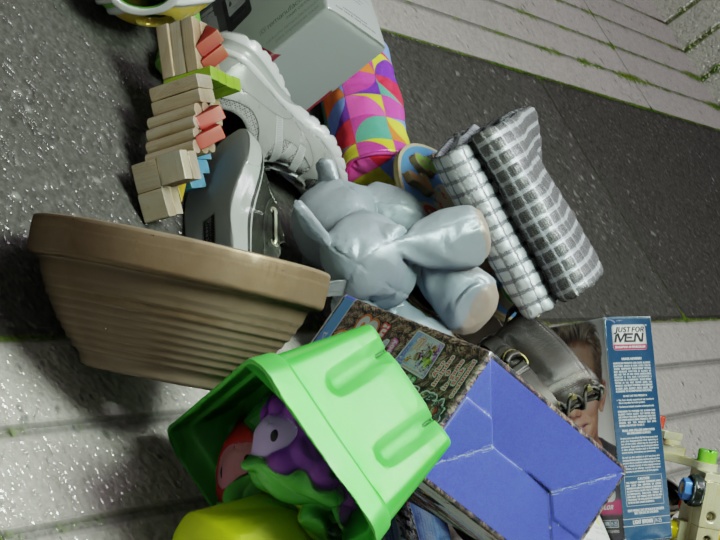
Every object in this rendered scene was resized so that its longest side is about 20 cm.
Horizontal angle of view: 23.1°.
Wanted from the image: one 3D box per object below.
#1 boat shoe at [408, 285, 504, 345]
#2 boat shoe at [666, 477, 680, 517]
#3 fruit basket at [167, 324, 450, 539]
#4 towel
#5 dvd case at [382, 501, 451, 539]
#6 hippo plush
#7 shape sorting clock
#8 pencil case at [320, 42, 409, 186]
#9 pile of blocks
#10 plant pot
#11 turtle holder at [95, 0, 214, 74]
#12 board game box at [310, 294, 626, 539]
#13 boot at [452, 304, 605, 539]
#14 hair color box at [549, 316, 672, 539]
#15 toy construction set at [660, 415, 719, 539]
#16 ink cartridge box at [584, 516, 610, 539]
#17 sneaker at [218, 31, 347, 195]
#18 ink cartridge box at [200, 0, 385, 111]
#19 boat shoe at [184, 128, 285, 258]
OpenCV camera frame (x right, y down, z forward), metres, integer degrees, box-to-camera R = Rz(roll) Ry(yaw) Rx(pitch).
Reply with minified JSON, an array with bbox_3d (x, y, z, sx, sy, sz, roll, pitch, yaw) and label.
[{"bbox_3d":[0.079,0.016,1.648,0.200,0.072,0.060,50,26,-15],"label":"boat shoe"},{"bbox_3d":[0.248,0.203,1.712,0.200,0.073,0.075,26,35,-48],"label":"boat shoe"},{"bbox_3d":[-0.063,0.148,1.100,0.156,0.216,0.216,56,23,4],"label":"fruit basket"},{"bbox_3d":[0.143,-0.056,1.531,0.166,0.086,0.200,59,13,-4],"label":"towel"},{"bbox_3d":[0.009,0.197,1.332,0.200,0.018,0.143,36,29,-38],"label":"dvd case"},{"bbox_3d":[0.000,0.000,1.463,0.200,0.159,0.161,2,18,-24],"label":"hippo plush"},{"bbox_3d":[0.102,-0.035,1.617,0.200,0.039,0.200,45,22,-24],"label":"shape sorting clock"},{"bbox_3d":[0.006,-0.146,1.722,0.088,0.088,0.200,34,30,-39],"label":"pencil case"},{"bbox_3d":[-0.125,-0.118,1.396,0.082,0.062,0.200,47,38,-44],"label":"pile of blocks"},{"bbox_3d":[-0.126,0.027,1.161,0.201,0.201,0.093,15,86,-56],"label":"plant pot"},{"bbox_3d":[-0.179,-0.259,1.481,0.141,0.186,0.132,15,32,-7],"label":"turtle holder"},{"bbox_3d":[0.061,0.117,1.268,0.159,0.097,0.200,41,-11,-31],"label":"board game box"},{"bbox_3d":[0.133,0.131,1.463,0.174,0.069,0.200,-25,69,-23],"label":"boot"},{"bbox_3d":[0.219,0.146,1.595,0.060,0.100,0.200,1,81,-33],"label":"hair color box"},{"bbox_3d":[0.292,0.232,1.621,0.131,0.092,0.200,-170,-104,-82],"label":"toy construction set"},{"bbox_3d":[0.141,0.183,1.540,0.116,0.067,0.200,21,40,-51],"label":"ink cartridge box"},{"bbox_3d":[-0.086,-0.116,1.541,0.075,0.082,0.200,13,-29,48],"label":"sneaker"},{"bbox_3d":[-0.072,-0.247,1.627,0.083,0.145,0.200,29,34,-41],"label":"ink cartridge box"},{"bbox_3d":[-0.096,-0.027,1.385,0.064,0.071,0.200,38,36,-32],"label":"boat shoe"}]
